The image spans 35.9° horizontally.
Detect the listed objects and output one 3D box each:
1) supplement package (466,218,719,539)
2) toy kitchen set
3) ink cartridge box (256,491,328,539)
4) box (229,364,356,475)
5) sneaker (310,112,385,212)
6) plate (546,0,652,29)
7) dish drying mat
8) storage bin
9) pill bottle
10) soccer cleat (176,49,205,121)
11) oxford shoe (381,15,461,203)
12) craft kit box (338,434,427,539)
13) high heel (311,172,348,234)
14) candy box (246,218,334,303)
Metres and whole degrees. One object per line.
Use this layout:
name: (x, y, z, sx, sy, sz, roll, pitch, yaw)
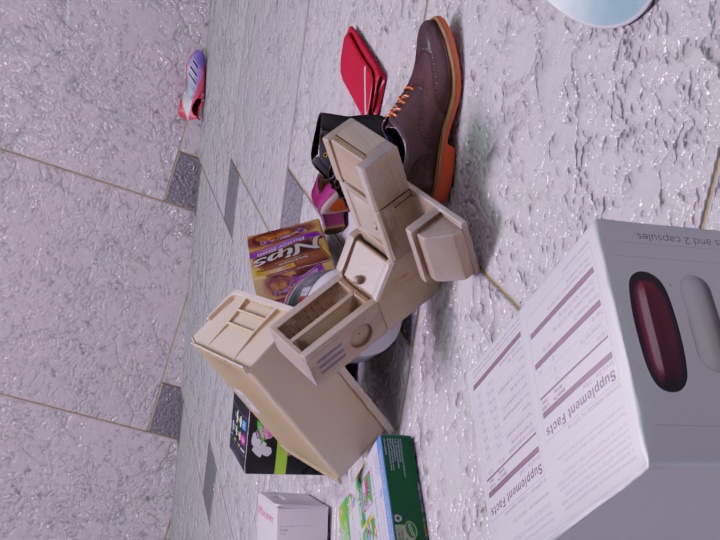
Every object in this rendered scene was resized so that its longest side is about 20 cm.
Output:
supplement package: (0.173, 0.070, 0.523, 0.156, 0.196, 0.113, 119, 150, -56)
toy kitchen set: (0.000, 0.000, 1.105, 0.163, 0.179, 0.202, 37, 156, 44)
ink cartridge box: (-0.103, 0.433, 1.618, 0.146, 0.081, 0.204, 169, 103, -74)
box: (-0.094, 0.166, 1.529, 0.124, 0.146, 0.204, -155, 69, -71)
sneaker: (-0.010, -0.094, 1.368, 0.075, 0.104, 0.204, 141, 131, -68)
plate: (0.160, -0.277, 0.825, 0.201, 0.025, 0.201, 51, 162, 24)
dish drying mat: (-0.001, -0.270, 1.532, 0.201, 0.018, 0.078, -113, 30, -57)
storage bin: (-0.090, 0.136, 1.347, 0.094, 0.201, 0.198, -45, 25, -16)
pill bottle: (-0.023, 0.055, 1.364, 0.200, 0.114, 0.118, 168, 105, -74)
soccer cleat: (-0.464, -0.522, 3.151, 0.066, 0.075, 0.204, 14, -89, -63)
oxford shoe: (0.063, -0.174, 1.189, 0.071, 0.071, 0.204, 167, 106, -73)
craft kit box: (0.026, 0.324, 1.268, 0.198, 0.048, 0.203, 118, 151, -50)
high heel: (-0.033, -0.122, 1.530, 0.200, 0.066, 0.098, 105, 155, -76)
candy box: (-0.099, -0.010, 1.591, 0.200, 0.115, 0.057, -113, 9, -68)
